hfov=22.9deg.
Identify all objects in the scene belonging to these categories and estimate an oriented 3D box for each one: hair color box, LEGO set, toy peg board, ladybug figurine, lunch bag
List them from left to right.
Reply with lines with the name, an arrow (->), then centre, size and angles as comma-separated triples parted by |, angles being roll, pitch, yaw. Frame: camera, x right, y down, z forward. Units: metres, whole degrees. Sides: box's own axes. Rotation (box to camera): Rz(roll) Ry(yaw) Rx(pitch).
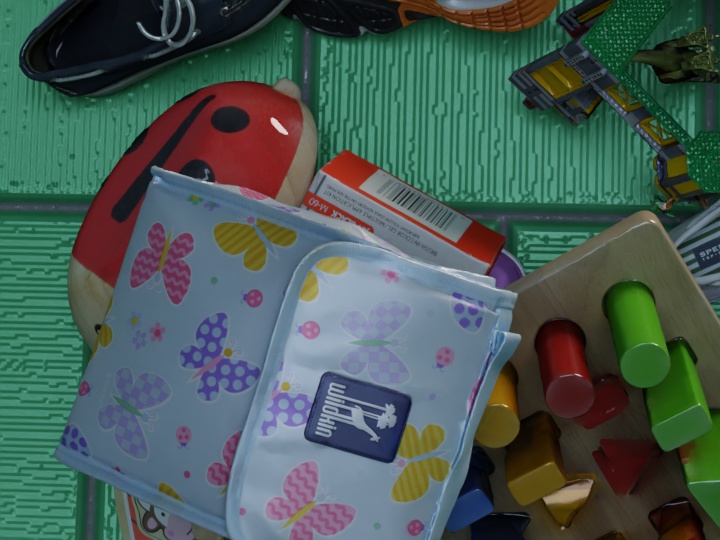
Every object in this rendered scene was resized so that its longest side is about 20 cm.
ladybug figurine -> -0.104, -0.035, 1.042 | 0.136, 0.072, 0.200 | 30, 85, 48
lunch bag -> -0.033, 0.055, 0.906 | 0.200, 0.127, 0.170 | 22, 95, 25
hair color box -> -0.012, 0.046, 1.025 | 0.111, 0.064, 0.200 | 29, 112, 5
toy peg board -> 0.121, 0.110, 0.950 | 0.199, 0.098, 0.200 | -30, 108, 13
LEGO set -> 0.186, -0.132, 1.059 | 0.154, 0.116, 0.200 | 34, 74, -13

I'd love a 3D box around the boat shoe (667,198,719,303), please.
boat shoe -> 0.265, -0.035, 1.050 | 0.200, 0.067, 0.074 | -33, 84, 0

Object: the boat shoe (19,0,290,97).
boat shoe -> -0.116, -0.163, 1.056 | 0.200, 0.062, 0.075 | -21, 85, 23

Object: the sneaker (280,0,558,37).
sneaker -> 0.030, -0.198, 1.088 | 0.200, 0.076, 0.092 | 6, 54, 14

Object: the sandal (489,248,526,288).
sandal -> -0.001, 0.008, 1.070 | 0.202, 0.050, 0.083 | 7, 85, 4

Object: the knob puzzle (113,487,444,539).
knob puzzle -> -0.066, 0.167, 1.015 | 0.219, 0.030, 0.220 | 11, 116, 24
